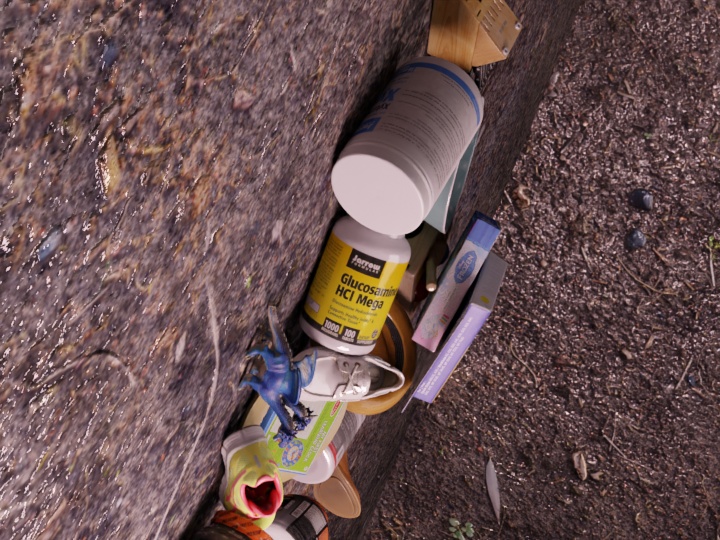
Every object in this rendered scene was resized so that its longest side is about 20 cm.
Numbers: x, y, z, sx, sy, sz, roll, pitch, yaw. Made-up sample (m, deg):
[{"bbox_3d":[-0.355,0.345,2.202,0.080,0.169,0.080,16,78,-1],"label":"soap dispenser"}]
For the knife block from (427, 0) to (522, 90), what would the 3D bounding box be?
[{"bbox_3d":[0.126,-0.334,1.513,0.200,0.174,0.064,45,61,-30],"label":"knife block"}]

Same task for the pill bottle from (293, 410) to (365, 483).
[{"bbox_3d":[-0.053,0.218,1.674,0.201,0.113,0.115,-55,166,-46],"label":"pill bottle"}]

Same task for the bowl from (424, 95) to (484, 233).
[{"bbox_3d":[0.101,-0.164,1.568,0.201,0.104,0.204,16,90,-81],"label":"bowl"}]

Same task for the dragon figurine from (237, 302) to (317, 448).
[{"bbox_3d":[-0.088,0.122,1.316,0.059,0.098,0.202,-50,162,-55],"label":"dragon figurine"}]

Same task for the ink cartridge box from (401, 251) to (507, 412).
[{"bbox_3d":[0.143,0.098,1.617,0.199,0.047,0.201,-61,-179,35],"label":"ink cartridge box"}]

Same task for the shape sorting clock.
[{"bbox_3d":[-0.092,0.204,1.490,0.198,0.039,0.203,-24,129,-32],"label":"shape sorting clock"}]

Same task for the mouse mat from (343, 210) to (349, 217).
[{"bbox_3d":[0.006,-0.100,1.543,0.162,0.007,0.201,-56,167,-42],"label":"mouse mat"}]

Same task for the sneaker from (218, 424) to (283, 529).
[{"bbox_3d":[-0.137,0.292,1.411,0.077,0.091,0.202,-23,141,-16],"label":"sneaker"}]

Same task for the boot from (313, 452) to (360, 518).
[{"bbox_3d":[-0.037,0.294,1.809,0.202,0.073,0.155,63,29,-23],"label":"boot"}]

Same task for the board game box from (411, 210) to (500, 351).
[{"bbox_3d":[0.144,0.010,1.647,0.201,0.043,0.200,-63,178,8],"label":"board game box"}]

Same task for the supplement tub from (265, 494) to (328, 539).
[{"bbox_3d":[-0.122,0.436,1.757,0.124,0.121,0.200,-66,170,8],"label":"supplement tub"}]

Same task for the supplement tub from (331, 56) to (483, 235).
[{"bbox_3d":[0.061,-0.158,1.351,0.201,0.131,0.133,-57,167,-36],"label":"supplement tub"}]

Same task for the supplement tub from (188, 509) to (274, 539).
[{"bbox_3d":[-0.194,0.420,1.397,0.201,0.121,0.123,-59,168,-28],"label":"supplement tub"}]

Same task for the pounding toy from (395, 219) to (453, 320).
[{"bbox_3d":[0.081,-0.025,1.678,0.185,0.141,0.201,-60,167,-26],"label":"pounding toy"}]

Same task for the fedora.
[{"bbox_3d":[-0.008,0.116,1.623,0.081,0.200,0.202,-8,-133,55],"label":"fedora"}]

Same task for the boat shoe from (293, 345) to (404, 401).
[{"bbox_3d":[-0.015,0.139,1.454,0.199,0.069,0.072,1,95,-50],"label":"boat shoe"}]

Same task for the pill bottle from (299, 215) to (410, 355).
[{"bbox_3d":[0.000,0.000,1.449,0.202,0.111,0.112,-69,169,16],"label":"pill bottle"}]
